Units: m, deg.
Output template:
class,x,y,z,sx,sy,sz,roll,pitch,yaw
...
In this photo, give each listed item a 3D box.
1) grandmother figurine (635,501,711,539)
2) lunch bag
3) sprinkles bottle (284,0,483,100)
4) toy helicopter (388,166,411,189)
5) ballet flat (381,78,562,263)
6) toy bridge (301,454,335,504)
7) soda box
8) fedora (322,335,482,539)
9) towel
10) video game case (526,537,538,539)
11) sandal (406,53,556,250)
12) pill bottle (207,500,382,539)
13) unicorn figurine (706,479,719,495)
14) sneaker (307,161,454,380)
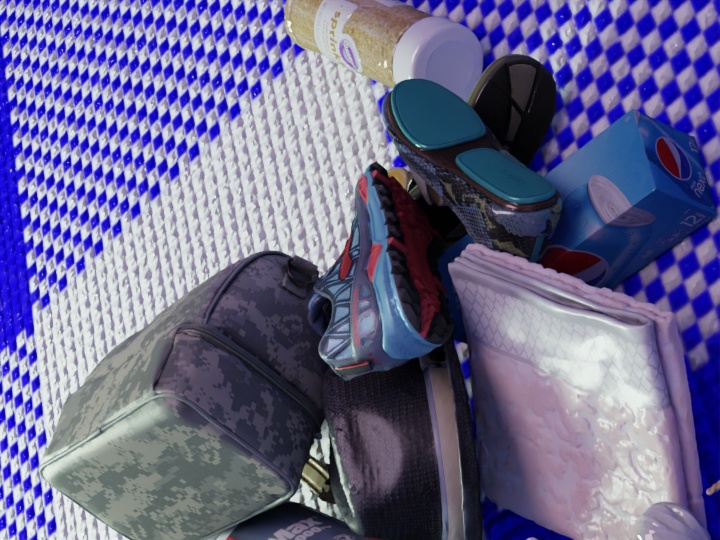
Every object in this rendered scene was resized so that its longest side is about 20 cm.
class,x,y,z,sx,sy,sz,roll,pitch,yaw
grandmother figurine,0.160,0.233,1.186,0.121,0.060,0.201,-77,3,-78
lunch bag,-0.113,0.087,1.435,0.200,0.139,0.168,-32,31,44
sprinkles bottle,0.015,-0.183,1.575,0.200,0.068,0.068,32,101,53
toy helicopter,-0.003,0.014,1.514,0.132,0.079,0.201,10,72,58
ballet flat,0.069,-0.062,1.360,0.074,0.074,0.200,-59,35,16
toy bridge,-0.070,0.124,1.554,0.200,0.067,0.027,38,105,52
soda box,0.141,-0.021,1.352,0.200,0.064,0.068,-39,48,37
fedora,0.023,0.117,1.349,0.201,0.091,0.202,173,90,-86
towel,0.134,0.092,1.260,0.200,0.032,0.192,21,128,52
video game case,0.111,0.258,1.119,0.143,0.200,0.018,-42,17,13
sandal,0.075,-0.066,1.457,0.201,0.080,0.057,-56,23,6
pill bottle,-0.044,0.231,1.433,0.200,0.119,0.120,14,86,53
unicorn figurine,0.277,0.032,1.165,0.137,0.074,0.201,-40,32,47
sneaker,0.000,0.000,1.339,0.095,0.079,0.200,-33,25,16
